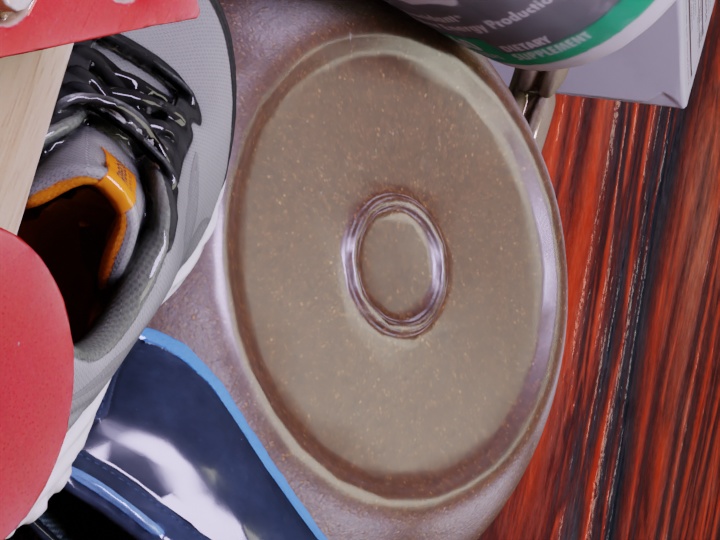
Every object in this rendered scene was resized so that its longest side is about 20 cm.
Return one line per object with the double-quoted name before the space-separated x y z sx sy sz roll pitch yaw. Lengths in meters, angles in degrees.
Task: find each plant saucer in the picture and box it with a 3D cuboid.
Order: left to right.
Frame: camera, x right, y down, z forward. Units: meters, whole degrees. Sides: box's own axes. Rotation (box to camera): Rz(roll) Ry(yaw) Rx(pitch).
"plant saucer" 0.000 0.000 0.876 0.200 0.037 0.201 7 80 -43

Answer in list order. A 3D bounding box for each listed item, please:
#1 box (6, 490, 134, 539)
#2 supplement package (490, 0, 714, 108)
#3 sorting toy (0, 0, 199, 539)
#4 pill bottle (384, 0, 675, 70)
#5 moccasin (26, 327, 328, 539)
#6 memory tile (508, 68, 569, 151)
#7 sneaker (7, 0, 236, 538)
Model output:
"box" -0.091 0.136 0.798 0.200 0.047 0.193 53 37 -32
"supplement package" 0.059 -0.178 1.163 0.200 0.156 0.111 81 22 -48
"sorting toy" -0.112 -0.042 0.572 0.199 0.070 0.200 32 70 -53
"pill bottle" 0.005 -0.139 0.815 0.200 0.113 0.113 25 70 -44
"moccasin" -0.033 0.110 0.801 0.200 0.080 0.068 50 41 -12
"memory tile" 0.057 -0.051 1.045 0.153 0.017 0.200 -71 179 -54
"sneaker" -0.066 -0.019 0.745 0.079 0.074 0.200 -49 -165 40
